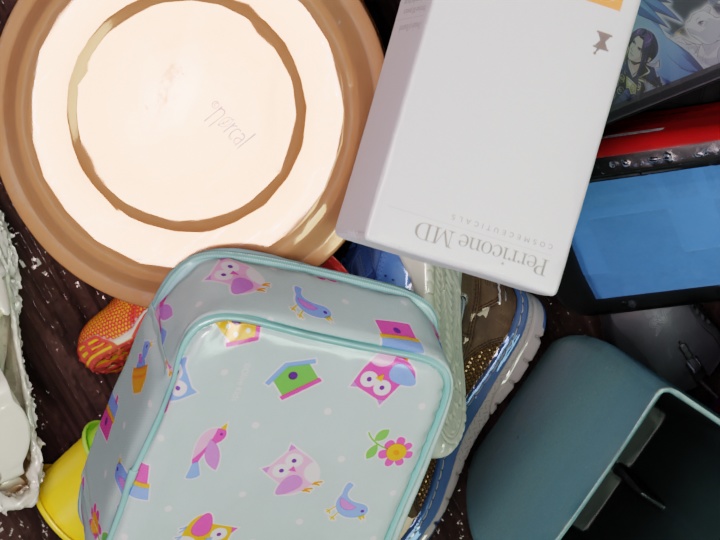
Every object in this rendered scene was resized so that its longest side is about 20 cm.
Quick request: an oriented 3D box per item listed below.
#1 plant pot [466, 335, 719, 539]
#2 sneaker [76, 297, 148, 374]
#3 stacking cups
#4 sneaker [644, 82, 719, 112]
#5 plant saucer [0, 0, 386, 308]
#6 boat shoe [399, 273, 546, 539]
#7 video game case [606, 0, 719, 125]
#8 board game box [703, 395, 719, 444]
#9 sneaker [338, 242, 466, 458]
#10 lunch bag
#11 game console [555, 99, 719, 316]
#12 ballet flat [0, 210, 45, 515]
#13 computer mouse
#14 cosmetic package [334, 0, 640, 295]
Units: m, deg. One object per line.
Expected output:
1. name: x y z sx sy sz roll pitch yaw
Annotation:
1. plant pot: 0.145 0.123 1.579 0.141 0.200 0.142 33 96 -20
2. sneaker: -0.073 -0.022 1.501 0.200 0.077 0.073 -42 161 10
3. stacking cups: -0.083 0.066 1.490 0.060 0.061 0.200 33 117 -34
4. sneaker: 0.183 -0.150 1.560 0.099 0.071 0.200 28 102 -38
5. plant saucer: -0.084 -0.078 1.422 0.199 0.032 0.202 0 98 3
6. boat shoe: 0.019 0.084 1.591 0.072 0.072 0.201 32 86 -29
7. video game case: 0.119 -0.179 1.474 0.180 0.025 0.201 -22 97 -31
8. board game box: 0.270 0.075 1.633 0.119 0.032 0.200 18 145 -10
9. sneaker: -0.001 0.000 1.534 0.077 0.111 0.201 22 67 -63
10. lunch bag: -0.046 0.091 1.439 0.159 0.077 0.201 10 123 -21
11. game console: 0.163 -0.024 1.517 0.199 0.172 0.119 -8 99 24
12. ballet flat: -0.192 0.035 1.461 0.071 0.072 0.201 -20 119 -17
13. computer mouse: 0.203 0.070 1.693 0.059 0.034 0.200 -45 125 -3
14. cosmetic package: 0.067 -0.098 1.387 0.101 0.071 0.201 16 89 -13
